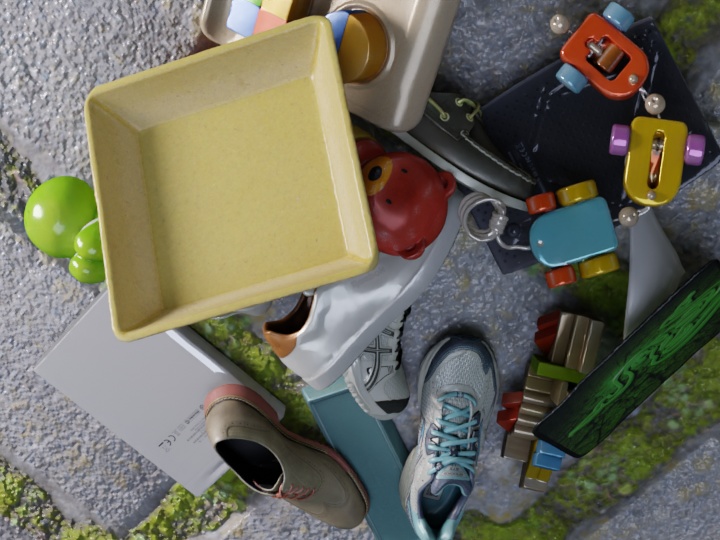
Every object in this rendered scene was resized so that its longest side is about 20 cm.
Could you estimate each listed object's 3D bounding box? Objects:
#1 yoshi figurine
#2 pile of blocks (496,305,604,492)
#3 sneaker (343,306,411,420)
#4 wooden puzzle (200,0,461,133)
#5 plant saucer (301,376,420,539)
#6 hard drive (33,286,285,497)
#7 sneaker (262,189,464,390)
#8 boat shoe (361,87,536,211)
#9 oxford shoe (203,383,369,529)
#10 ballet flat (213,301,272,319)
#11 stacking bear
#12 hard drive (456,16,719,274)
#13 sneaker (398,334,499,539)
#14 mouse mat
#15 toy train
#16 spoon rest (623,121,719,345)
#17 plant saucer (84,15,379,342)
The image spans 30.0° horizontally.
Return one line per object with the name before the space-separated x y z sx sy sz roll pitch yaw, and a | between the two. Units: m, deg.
yoshi figurine | -0.195 -0.057 1.059 0.111 0.200 0.114 -11 108 20
pile of blocks | 0.157 0.118 1.180 0.061 0.082 0.202 12 119 -1
sneaker | 0.017 0.040 1.158 0.087 0.076 0.202 -17 117 10
wooden puzzle | -0.023 -0.222 0.995 0.198 0.046 0.187 27 114 19
plant saucer | 0.013 0.185 1.267 0.069 0.019 0.202 -19 113 15
hard drive | -0.185 0.109 1.243 0.200 0.027 0.132 40 115 -15
sneaker | 0.000 0.000 1.074 0.084 0.073 0.200 39 97 -19
boat shoe | 0.057 -0.118 1.046 0.201 0.072 0.061 35 97 13
oxford shoe | -0.069 0.189 1.221 0.199 0.075 0.070 39 115 -24
ballet flat | -0.110 0.011 1.130 0.199 0.070 0.070 -8 123 49
stacking bear | -0.022 -0.068 1.036 0.198 0.122 0.114 20 157 33
hard drive | 0.172 -0.096 1.062 0.199 0.042 0.136 -29 88 24
sneaker | 0.085 0.155 1.198 0.076 0.087 0.203 5 113 -7
mouse mat | 0.232 0.078 1.107 0.200 0.161 0.008 -45 62 7
toy train | 0.167 -0.088 1.004 0.149 0.056 0.201 35 95 6
spoon rest | 0.243 -0.027 1.100 0.060 0.099 0.203 18 105 21
plant saucer | -0.091 -0.061 0.970 0.197 0.202 0.048 -16 159 11
